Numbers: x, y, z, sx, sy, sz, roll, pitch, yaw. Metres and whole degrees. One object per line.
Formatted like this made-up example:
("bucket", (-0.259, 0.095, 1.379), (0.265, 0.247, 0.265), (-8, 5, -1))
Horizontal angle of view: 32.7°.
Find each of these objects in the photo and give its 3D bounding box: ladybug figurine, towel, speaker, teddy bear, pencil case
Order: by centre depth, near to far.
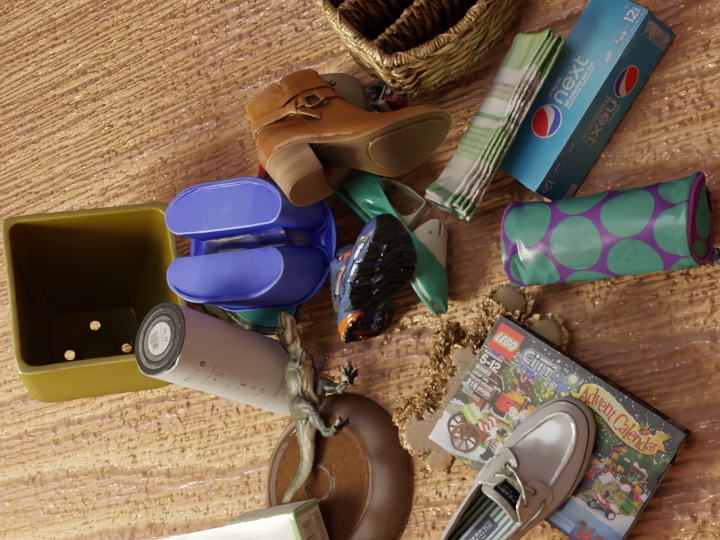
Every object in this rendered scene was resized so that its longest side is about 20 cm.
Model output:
("pencil case", (0.230, -0.035, 1.143), (0.199, 0.092, 0.086), (-7, 108, 34))
("teddy bear", (0.120, 0.107, 1.210), (0.144, 0.067, 0.201), (24, 93, 22))
("towel", (0.129, -0.151, 1.237), (0.201, 0.031, 0.149), (-62, 12, 4))
("speaker", (-0.142, 0.098, 1.327), (0.081, 0.199, 0.082), (-17, 63, 37))
("ladybug figurine", (-0.062, -0.134, 1.397), (0.135, 0.072, 0.201), (24, 94, 55))

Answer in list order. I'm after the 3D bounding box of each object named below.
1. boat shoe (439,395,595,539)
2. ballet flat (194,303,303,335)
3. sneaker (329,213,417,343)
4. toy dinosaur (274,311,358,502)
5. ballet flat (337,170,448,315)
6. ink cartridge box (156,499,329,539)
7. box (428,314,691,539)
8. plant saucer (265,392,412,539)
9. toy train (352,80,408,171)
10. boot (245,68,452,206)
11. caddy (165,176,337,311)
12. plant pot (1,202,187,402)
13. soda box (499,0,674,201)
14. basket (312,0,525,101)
("boat shoe", (0.136, 0.199, 1.081), (0.073, 0.067, 0.201), (36, 101, 20))
("ballet flat", (-0.128, 0.036, 1.421), (0.199, 0.074, 0.075), (23, 92, 39))
("sneaker", (0.000, 0.000, 1.262), (0.079, 0.075, 0.200), (63, 154, 24))
("toy dinosaur", (-0.048, 0.141, 1.299), (0.088, 0.047, 0.202), (-12, 76, 36))
("ballet flat", (0.050, -0.042, 1.304), (0.070, 0.067, 0.200), (-40, 57, 3))
("ink cartridge box", (-0.113, 0.331, 1.303), (0.199, 0.048, 0.147), (-17, 92, 34))
("box", (0.179, 0.151, 1.123), (0.199, 0.038, 0.137), (33, 100, 21))
("plant saucer", (-0.035, 0.229, 1.313), (0.199, 0.037, 0.202), (-12, 70, 36))
("toy train", (0.034, -0.196, 1.351), (0.045, 0.034, 0.201), (13, 70, 24))
("boot", (-0.018, -0.162, 1.293), (0.199, 0.074, 0.155), (-21, 49, -10))
("caddy", (-0.120, -0.029, 1.341), (0.199, 0.105, 0.143), (-5, 85, 32))
("plant pot", (-0.312, 0.059, 1.466), (0.200, 0.194, 0.196), (110, 150, -62))
("soda box", (0.217, -0.169, 1.203), (0.068, 0.064, 0.201), (40, 103, 39))
("basket", (0.066, -0.296, 1.273), (0.200, 0.149, 0.143), (-43, 53, -2))
